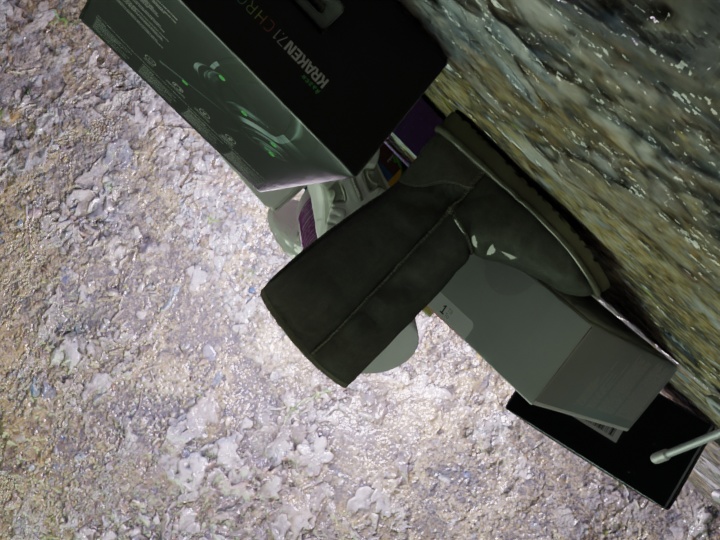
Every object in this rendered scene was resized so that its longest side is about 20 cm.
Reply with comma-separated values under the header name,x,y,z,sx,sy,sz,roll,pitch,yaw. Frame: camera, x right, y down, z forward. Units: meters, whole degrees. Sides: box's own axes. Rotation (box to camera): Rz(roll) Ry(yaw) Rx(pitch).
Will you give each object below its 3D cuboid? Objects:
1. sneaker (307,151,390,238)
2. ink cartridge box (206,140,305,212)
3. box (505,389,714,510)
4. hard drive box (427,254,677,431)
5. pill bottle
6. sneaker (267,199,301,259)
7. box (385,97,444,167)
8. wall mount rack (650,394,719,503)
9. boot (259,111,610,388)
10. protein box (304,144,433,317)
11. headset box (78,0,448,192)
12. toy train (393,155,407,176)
name,x,y,z,sx,sy,sz,roll,pitch,yaw
sneaker,-0.016,-0.086,0.774,0.201,0.077,0.100,81,168,-47
ink cartridge box,-0.091,-0.161,0.978,0.147,0.083,0.200,48,-163,-7
box,0.290,0.178,1.039,0.199,0.105,0.182,31,178,25
hard drive box,0.157,0.047,0.761,0.199,0.077,0.156,23,-163,-50
pill bottle,0.000,0.000,0.905,0.112,0.112,0.201,41,-155,-41
sneaker,-0.037,-0.024,1.129,0.200,0.076,0.081,41,172,7
box,0.031,-0.130,0.762,0.200,0.039,0.137,43,-178,-17
wall mount rack,0.328,0.191,0.740,0.200,0.075,0.174,45,-177,2
boot,0.050,0.012,0.649,0.182,0.200,0.073,45,-176,11
protein box,0.046,-0.076,1.131,0.200,0.135,0.199,44,-177,-12
headset box,-0.066,-0.142,0.546,0.174,0.093,0.200,43,167,-17
toy train,0.070,-0.045,0.946,0.056,0.041,0.202,65,-167,-64
